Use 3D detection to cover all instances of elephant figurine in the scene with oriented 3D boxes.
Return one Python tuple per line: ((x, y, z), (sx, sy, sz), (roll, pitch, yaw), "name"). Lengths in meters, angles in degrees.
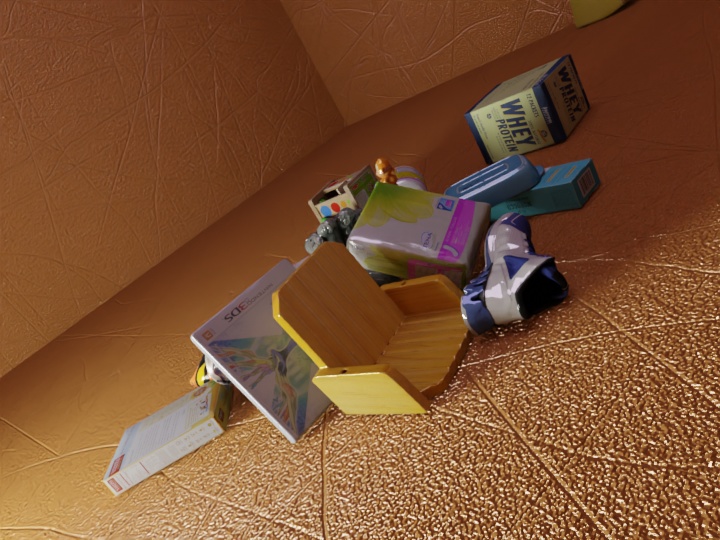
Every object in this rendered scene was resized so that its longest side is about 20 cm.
((0.000, 0.000, 1.001), (0.141, 0.200, 0.155), (-40, -9, 20), "elephant figurine")

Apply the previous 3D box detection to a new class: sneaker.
((-0.259, 0.148, 1.073), (0.090, 0.070, 0.200), (-19, 24, 23), "sneaker")
((0.216, 0.003, 0.729), (0.115, 0.081, 0.200), (-10, 34, 38), "sneaker")

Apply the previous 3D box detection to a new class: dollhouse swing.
((0.022, 0.050, 0.728), (0.181, 0.176, 0.200), (-13, 25, 39), "dollhouse swing")

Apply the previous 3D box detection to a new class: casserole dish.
((0.222, -0.148, 0.990), (0.199, 0.039, 0.121), (-27, 20, 18), "casserole dish")

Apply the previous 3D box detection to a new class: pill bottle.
((0.103, -0.183, 1.308), (0.104, 0.105, 0.200), (-27, 19, 12), "pill bottle")

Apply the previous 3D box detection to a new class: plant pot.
((0.968, -1.108, 2.212), (0.194, 0.196, 0.200), (-38, 26, -19), "plant pot")

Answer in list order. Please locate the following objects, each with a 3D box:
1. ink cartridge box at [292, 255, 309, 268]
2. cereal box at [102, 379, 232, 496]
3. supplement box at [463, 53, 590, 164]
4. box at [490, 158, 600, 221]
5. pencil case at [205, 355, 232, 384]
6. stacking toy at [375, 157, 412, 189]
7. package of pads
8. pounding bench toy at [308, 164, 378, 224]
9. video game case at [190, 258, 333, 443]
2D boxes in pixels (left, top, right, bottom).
((-0.097, 0.015, 1.167), (0.199, 0.068, 0.115), (-30, 19, 4), "ink cartridge box")
((-0.305, 0.260, 0.910), (0.199, 0.040, 0.144), (-31, 19, 2), "cereal box")
((0.389, -0.372, 1.303), (0.199, 0.135, 0.200), (-11, 27, 46), "supplement box")
((0.302, -0.136, 0.975), (0.082, 0.049, 0.199), (-43, 22, -32), "box")
((-0.157, 0.127, 0.881), (0.199, 0.090, 0.078), (-20, 12, 34), "pencil case")
((0.075, -0.110, 1.013), (0.109, 0.201, 0.116), (-24, 15, 16), "stacking toy")
((0.092, -0.056, 0.894), (0.199, 0.068, 0.155), (14, 51, 17), "package of pads")
((-0.050, -0.151, 1.426), (0.155, 0.125, 0.200), (-15, 24, 39), "pounding bench toy")
((-0.099, 0.103, 0.781), (0.182, 0.200, 0.022), (-42, -10, -31), "video game case")
